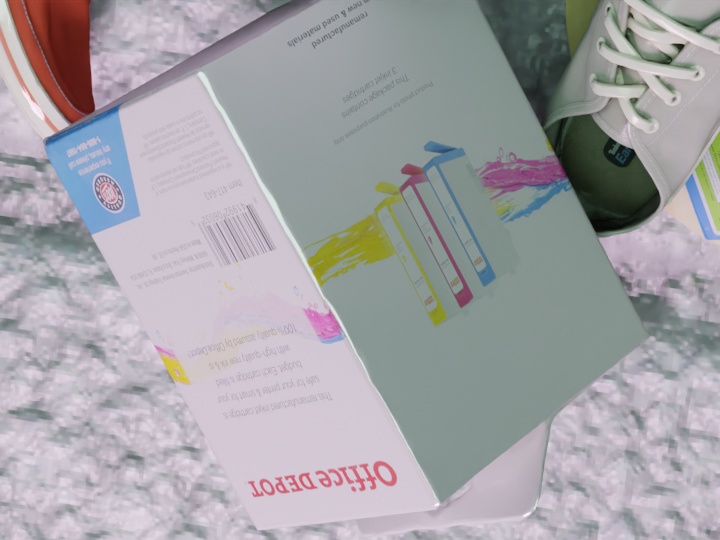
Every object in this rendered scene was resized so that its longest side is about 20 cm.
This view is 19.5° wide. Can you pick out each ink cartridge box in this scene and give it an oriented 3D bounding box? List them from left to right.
[{"bbox_3d":[0.000,0.000,0.795,0.128,0.125,0.200,-14,107,55],"label":"ink cartridge box"}]

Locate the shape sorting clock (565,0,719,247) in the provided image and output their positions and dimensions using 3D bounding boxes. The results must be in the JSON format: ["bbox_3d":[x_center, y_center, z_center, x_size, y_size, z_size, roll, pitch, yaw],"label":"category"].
[{"bbox_3d":[0.170,-0.083,0.785,0.200,0.039,0.200,21,132,25],"label":"shape sorting clock"}]

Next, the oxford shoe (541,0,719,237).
[{"bbox_3d":[0.112,-0.083,0.761,0.075,0.058,0.200,36,135,14],"label":"oxford shoe"}]

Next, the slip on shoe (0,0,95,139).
[{"bbox_3d":[-0.122,-0.149,0.829,0.061,0.074,0.200,-3,98,5],"label":"slip on shoe"}]
